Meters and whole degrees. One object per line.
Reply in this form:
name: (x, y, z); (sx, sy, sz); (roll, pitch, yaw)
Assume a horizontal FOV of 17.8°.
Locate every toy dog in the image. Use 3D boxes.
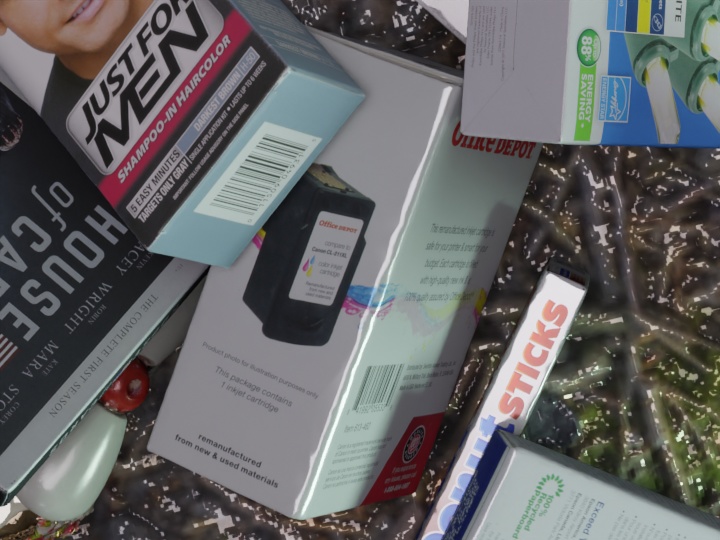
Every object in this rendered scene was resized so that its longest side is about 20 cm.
toy dog: (-0.115, 0.009, 1.079); (0.200, 0.096, 0.132); (-43, 130, -19)

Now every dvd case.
dvd case: (-0.179, -0.019, 0.969); (0.200, 0.025, 0.150); (39, 62, 0)

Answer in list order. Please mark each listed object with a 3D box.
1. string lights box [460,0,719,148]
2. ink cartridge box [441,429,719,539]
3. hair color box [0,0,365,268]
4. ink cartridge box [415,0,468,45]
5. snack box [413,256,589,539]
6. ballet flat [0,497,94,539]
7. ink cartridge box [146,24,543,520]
string lights box: (0.133, -0.105, 0.994); (0.059, 0.200, 0.103); (9, 98, 46)
ink cartridge box: (0.110, 0.197, 1.052); (0.200, 0.041, 0.200); (25, 98, -13)
hair color box: (-0.098, -0.105, 0.983); (0.099, 0.061, 0.200); (-50, 59, 17)
ink cartridge box: (0.041, -0.229, 1.067); (0.200, 0.045, 0.176); (41, 99, 2)
snack box: (0.055, 0.090, 1.079); (0.024, 0.072, 0.200); (25, 98, 3)
ballet flat: (-0.223, 0.125, 1.122); (0.200, 0.064, 0.076); (-23, 93, 9)
ink cartridge box: (0.000, 0.000, 1.036); (0.083, 0.146, 0.200); (22, 97, 21)
